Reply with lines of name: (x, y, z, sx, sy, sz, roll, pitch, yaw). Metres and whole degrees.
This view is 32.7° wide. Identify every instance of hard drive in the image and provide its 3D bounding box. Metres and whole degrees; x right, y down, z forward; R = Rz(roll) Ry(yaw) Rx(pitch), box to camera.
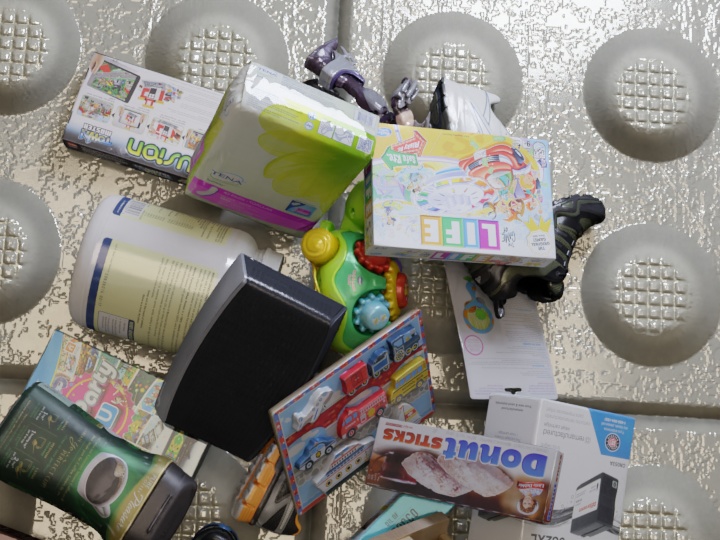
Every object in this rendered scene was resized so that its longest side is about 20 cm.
hard drive: (-0.113, 0.095, 1.229, 0.135, 0.042, 0.200, 28, 112, -11)

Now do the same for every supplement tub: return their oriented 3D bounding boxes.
supplement tub: (-0.192, 0.013, 1.298, 0.199, 0.145, 0.146, 16, 78, -1)

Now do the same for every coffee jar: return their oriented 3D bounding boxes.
coffee jar: (-0.265, 0.203, 1.221, 0.200, 0.085, 0.105, 31, 76, 2)

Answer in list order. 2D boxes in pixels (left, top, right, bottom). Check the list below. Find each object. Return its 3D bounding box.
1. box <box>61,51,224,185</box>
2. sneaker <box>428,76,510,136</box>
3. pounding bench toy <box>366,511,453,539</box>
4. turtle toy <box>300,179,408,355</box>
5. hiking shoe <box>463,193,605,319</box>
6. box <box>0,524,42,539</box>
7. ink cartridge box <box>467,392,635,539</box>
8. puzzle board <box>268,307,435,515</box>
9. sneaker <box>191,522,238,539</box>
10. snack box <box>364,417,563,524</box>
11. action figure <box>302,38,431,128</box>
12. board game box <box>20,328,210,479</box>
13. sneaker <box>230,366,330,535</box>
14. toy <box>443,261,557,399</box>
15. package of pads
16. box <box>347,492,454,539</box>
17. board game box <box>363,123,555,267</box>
box: (-0.223, -0.163, 1.387, 0.199, 0.035, 0.110, 18, 78, -1)
sneaker: (0.130, -0.131, 1.376, 0.087, 0.075, 0.201, 3, 63, -13)
pounding bench toy: (0.065, 0.377, 1.210, 0.124, 0.201, 0.156, -11, 35, -40)
turtle toy: (0.000, 0.000, 1.309, 0.101, 0.146, 0.201, -2, 78, 11)
hiking shoe: (0.202, -0.016, 1.362, 0.199, 0.076, 0.101, -24, 88, -28)
box: (-0.429, 0.293, 1.260, 0.199, 0.075, 0.101, 20, 78, 1)
ink cartridge box: (0.197, 0.239, 1.279, 0.145, 0.084, 0.201, 15, 81, -35)
puzzle board: (0.000, 0.148, 1.273, 0.200, 0.151, 0.017, -33, 42, -26)
sneaker: (-0.183, 0.354, 1.262, 0.071, 0.083, 0.200, 23, 78, 0)
snack box: (0.101, 0.199, 1.231, 0.199, 0.024, 0.072, 6, 75, 30)
action figure: (0.018, -0.171, 1.366, 0.200, 0.130, 0.069, 39, 42, 17)
board game box: (-0.264, 0.173, 1.302, 0.199, 0.064, 0.148, 25, 77, 1)
sneaker: (-0.060, 0.191, 1.316, 0.077, 0.078, 0.200, 33, 81, -12)
toy: (0.143, 0.052, 1.361, 0.115, 0.047, 0.201, 3, 67, -28)
package of pads: (-0.088, -0.122, 1.278, 0.154, 0.200, 0.068, 21, 58, -15)
box: (0.031, 0.278, 1.296, 0.200, 0.082, 0.049, -43, 86, -11)
board game box: (0.103, -0.077, 1.281, 0.199, 0.034, 0.135, 3, 73, -16)
